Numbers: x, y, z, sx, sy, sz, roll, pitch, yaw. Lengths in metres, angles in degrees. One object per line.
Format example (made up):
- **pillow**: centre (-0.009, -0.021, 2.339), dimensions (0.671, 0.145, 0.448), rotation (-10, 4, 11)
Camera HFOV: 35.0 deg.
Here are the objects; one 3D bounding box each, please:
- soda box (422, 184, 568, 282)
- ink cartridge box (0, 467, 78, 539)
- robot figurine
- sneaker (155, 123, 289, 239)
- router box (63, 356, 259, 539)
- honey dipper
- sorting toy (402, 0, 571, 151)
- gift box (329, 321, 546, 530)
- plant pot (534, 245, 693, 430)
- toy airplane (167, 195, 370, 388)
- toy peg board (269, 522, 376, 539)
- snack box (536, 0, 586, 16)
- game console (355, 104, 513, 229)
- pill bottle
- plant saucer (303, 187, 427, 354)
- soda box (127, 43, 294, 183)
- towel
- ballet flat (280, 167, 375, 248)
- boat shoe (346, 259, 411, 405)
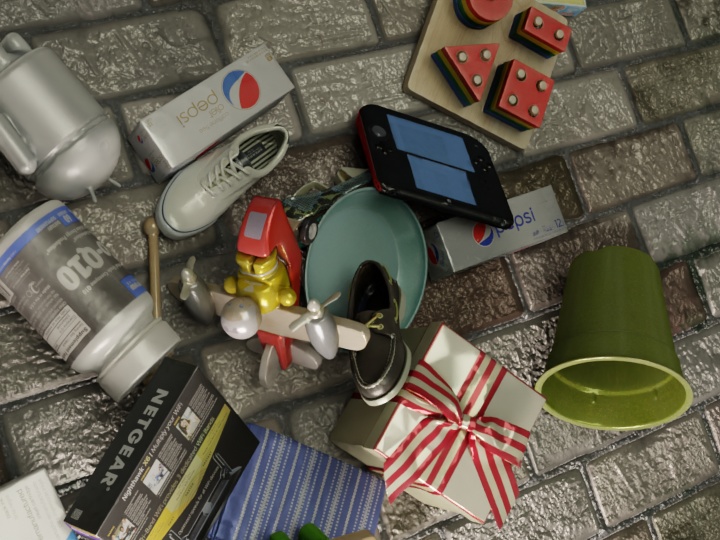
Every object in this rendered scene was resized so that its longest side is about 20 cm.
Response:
- **soda box**: centre (0.173, -0.050, 1.503), dimensions (0.197, 0.063, 0.069), rotation (-20, 87, -29)
- **ink cartridge box**: centre (-0.378, 0.307, 1.125), dimensions (0.198, 0.086, 0.148), rotation (-25, 89, -31)
- **robot figurine**: centre (-0.341, -0.160, 1.247), dimensions (0.201, 0.112, 0.170), rotation (49, 33, -6)
- **sneaker**: centre (-0.161, -0.114, 1.342), dimensions (0.073, 0.071, 0.200), rotation (47, 58, -7)
- **router box**: centre (-0.203, 0.220, 1.206), dimensions (0.202, 0.052, 0.158), rotation (-60, 143, -26)
- **honey dipper**: centre (-0.231, 0.037, 1.296), dimensions (0.037, 0.038, 0.204), rotation (4, 73, -25)
- **sorting toy**: centre (0.183, -0.298, 1.547), dimensions (0.196, 0.069, 0.203), rotation (24, 79, -19)
- **gift box**: centre (0.089, 0.189, 1.318), dimensions (0.183, 0.186, 0.203), rotation (30, 75, -16)
- **plant pot**: centre (0.329, 0.079, 1.496), dimensions (0.197, 0.200, 0.193), rotation (21, 55, -20)
- **toy airplane**: centre (-0.108, 0.044, 1.261), dimensions (0.200, 0.199, 0.141), rotation (52, 35, -1)
- **toy peg board**: centre (-0.090, 0.381, 1.240), dimensions (0.197, 0.097, 0.203), rotation (-9, 109, -29)
- **snack box**: centre (0.231, -0.434, 1.646), dimensions (0.197, 0.037, 0.119), rotation (-1, 79, -26)
- **game console**: centre (0.092, -0.134, 1.450), dimensions (0.197, 0.031, 0.178), rotation (14, 34, -24)
- **pill bottle**: centre (-0.291, 0.034, 1.209), dimensions (0.200, 0.114, 0.114), rotation (46, 62, -1)
- **plant saucer**: centre (0.000, 0.000, 1.389), dimensions (0.198, 0.036, 0.204), rotation (-7, 100, -40)
- **soda box**: centre (-0.177, -0.189, 1.365), dimensions (0.199, 0.063, 0.069), rotation (-39, 95, -29)
- **towel**: centre (-0.070, 0.278, 1.324), dimensions (0.198, 0.024, 0.147), rotation (26, 65, -20)
- **ballet flat**: centre (-0.027, -0.093, 1.418), dimensions (0.198, 0.074, 0.075), rotation (-25, 88, -33)
- **boat shoe**: centre (0.014, 0.067, 1.287), dimensions (0.061, 0.071, 0.203), rotation (57, 19, -30)
